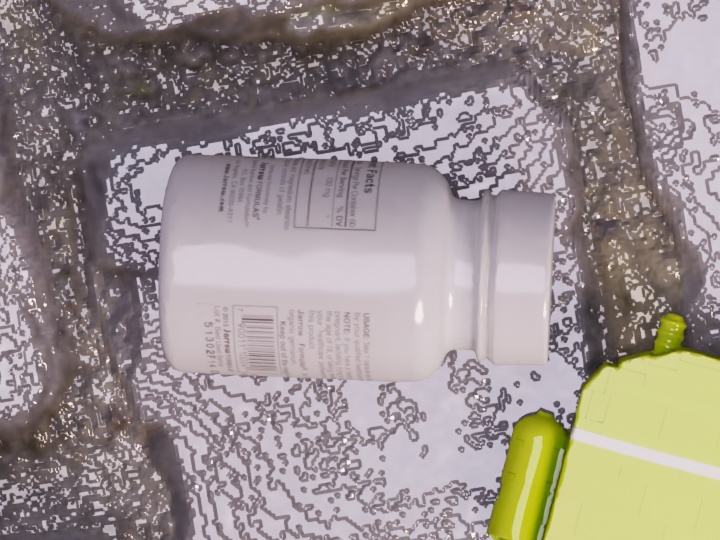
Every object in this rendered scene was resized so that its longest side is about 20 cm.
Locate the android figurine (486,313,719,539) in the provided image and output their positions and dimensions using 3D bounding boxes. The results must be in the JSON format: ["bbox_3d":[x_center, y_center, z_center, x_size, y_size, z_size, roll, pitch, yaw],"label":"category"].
[{"bbox_3d":[0.162,0.125,1.560,0.181,0.041,0.201,13,92,4],"label":"android figurine"}]

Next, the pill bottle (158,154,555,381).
[{"bbox_3d":[0.000,0.000,1.534,0.199,0.114,0.115,2,90,4],"label":"pill bottle"}]
